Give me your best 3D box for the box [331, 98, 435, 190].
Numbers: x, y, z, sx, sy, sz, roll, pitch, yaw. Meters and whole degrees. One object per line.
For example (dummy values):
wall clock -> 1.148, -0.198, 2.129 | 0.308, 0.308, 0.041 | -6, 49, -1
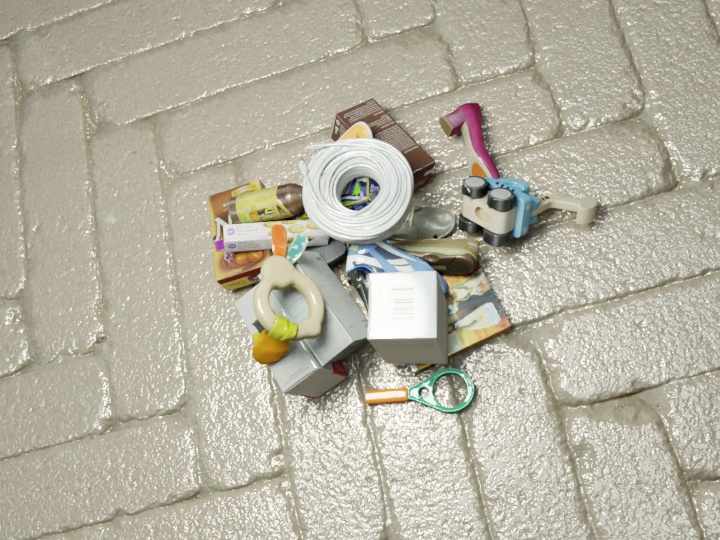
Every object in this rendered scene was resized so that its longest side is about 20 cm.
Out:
box -> 0.042, -0.238, 1.657 | 0.100, 0.075, 0.200 | -28, 63, -28

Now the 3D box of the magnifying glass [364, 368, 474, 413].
magnifying glass -> 0.107, 0.223, 1.533 | 0.199, 0.022, 0.080 | -7, 71, 12

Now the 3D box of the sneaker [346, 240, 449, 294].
sneaker -> 0.064, 0.007, 1.531 | 0.200, 0.074, 0.082 | 26, 75, 0

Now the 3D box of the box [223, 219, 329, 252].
box -> -0.159, -0.067, 1.605 | 0.199, 0.039, 0.042 | -4, 59, -7

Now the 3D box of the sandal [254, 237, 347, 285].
sandal -> -0.116, -0.018, 1.660 | 0.200, 0.043, 0.076 | -21, 61, 16

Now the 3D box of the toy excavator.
toy excavator -> 0.307, -0.122, 1.556 | 0.200, 0.100, 0.194 | -25, 41, -32

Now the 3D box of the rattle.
rattle -> -0.140, 0.041, 1.455 | 0.130, 0.143, 0.200 | -12, 68, -15

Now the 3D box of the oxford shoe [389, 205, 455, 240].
oxford shoe -> 0.083, -0.095, 1.626 | 0.199, 0.058, 0.075 | 4, 71, 13

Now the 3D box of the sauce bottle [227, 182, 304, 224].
sauce bottle -> -0.152, -0.130, 1.597 | 0.199, 0.065, 0.065 | -12, 69, 22

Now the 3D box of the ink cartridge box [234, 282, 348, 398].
ink cartridge box -> -0.125, 0.127, 1.548 | 0.086, 0.148, 0.200 | -38, 67, 11

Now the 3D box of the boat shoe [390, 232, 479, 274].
boat shoe -> 0.130, -0.035, 1.589 | 0.199, 0.072, 0.076 | 5, 52, 25

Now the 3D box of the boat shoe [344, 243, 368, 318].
boat shoe -> 0.000, 0.000, 1.592 | 0.056, 0.069, 0.201 | -11, 83, 0

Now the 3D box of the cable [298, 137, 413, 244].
cable -> -0.004, -0.140, 1.497 | 0.199, 0.069, 0.201 | -9, 70, 4

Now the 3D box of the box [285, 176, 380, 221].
box -> -0.046, -0.131, 1.619 | 0.200, 0.070, 0.064 | -13, 66, 36

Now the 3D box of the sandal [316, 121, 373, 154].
sandal -> -0.054, -0.213, 1.635 | 0.079, 0.059, 0.207 | 58, 135, 17

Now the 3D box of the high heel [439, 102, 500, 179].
high heel -> 0.242, -0.239, 1.643 | 0.096, 0.067, 0.200 | -27, 69, -21

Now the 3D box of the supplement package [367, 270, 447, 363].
supplement package -> 0.085, 0.085, 1.452 | 0.117, 0.200, 0.117 | -3, 71, 11

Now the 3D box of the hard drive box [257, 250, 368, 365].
hard drive box -> -0.073, 0.064, 1.531 | 0.077, 0.156, 0.200 | -39, 79, 14

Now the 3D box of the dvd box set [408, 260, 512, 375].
dvd box set -> 0.159, 0.086, 1.561 | 0.200, 0.029, 0.147 | -25, 68, 4

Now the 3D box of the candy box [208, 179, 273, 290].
candy box -> -0.233, -0.071, 1.676 | 0.116, 0.056, 0.200 | -17, 60, 11
